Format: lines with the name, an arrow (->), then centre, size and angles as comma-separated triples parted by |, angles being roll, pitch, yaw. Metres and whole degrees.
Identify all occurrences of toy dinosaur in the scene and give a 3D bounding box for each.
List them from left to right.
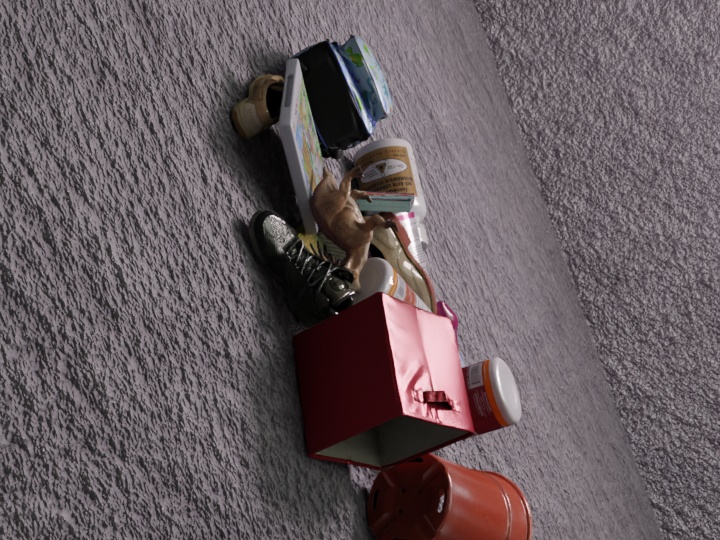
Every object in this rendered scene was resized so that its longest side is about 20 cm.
toy dinosaur -> -0.032, -0.068, 1.611 | 0.201, 0.135, 0.086 | 59, -8, 14

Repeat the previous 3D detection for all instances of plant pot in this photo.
plant pot -> 0.123, 0.369, 1.620 | 0.195, 0.199, 0.203 | 35, 39, -44

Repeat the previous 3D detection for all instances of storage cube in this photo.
storage cube -> 0.032, 0.159, 1.522 | 0.170, 0.199, 0.182 | 21, 50, -45

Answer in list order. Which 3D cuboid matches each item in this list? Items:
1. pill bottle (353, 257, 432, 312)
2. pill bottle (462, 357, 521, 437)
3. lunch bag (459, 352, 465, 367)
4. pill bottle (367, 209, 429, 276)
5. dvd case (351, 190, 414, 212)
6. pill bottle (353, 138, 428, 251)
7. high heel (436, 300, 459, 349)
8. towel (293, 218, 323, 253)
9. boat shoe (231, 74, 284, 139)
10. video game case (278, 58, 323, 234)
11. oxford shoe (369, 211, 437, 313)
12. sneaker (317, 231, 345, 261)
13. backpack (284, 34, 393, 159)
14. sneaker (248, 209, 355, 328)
pill bottle -> 0.053, 0.082, 1.697 | 0.200, 0.111, 0.113 | 48, 30, -34
pill bottle -> 0.154, 0.223, 1.790 | 0.113, 0.198, 0.114 | 51, 28, -41
lunch bag -> 0.145, 0.216, 1.957 | 0.162, 0.075, 0.200 | 69, 21, 4
pill bottle -> 0.058, -0.001, 1.859 | 0.113, 0.112, 0.202 | -21, 97, -69
dvd case -> 0.014, -0.113, 1.767 | 0.200, 0.144, 0.022 | -59, 152, -82
pill bottle -> 0.059, -0.128, 1.984 | 0.114, 0.113, 0.202 | 27, 47, -61
high heel -> 0.135, 0.084, 1.966 | 0.200, 0.067, 0.097 | -155, -130, -72
towel -> -0.064, 0.027, 1.666 | 0.201, 0.023, 0.144 | 64, 21, -19
boat shoe -> -0.136, -0.257, 1.673 | 0.072, 0.064, 0.201 | 62, 22, -21
video game case -> -0.088, -0.189, 1.658 | 0.183, 0.022, 0.201 | -88, 169, -49
oxford shoe -> 0.057, 0.006, 1.751 | 0.075, 0.070, 0.201 | -38, 111, -25
sneaker -> 0.001, 0.000, 1.787 | 0.202, 0.072, 0.114 | 64, 18, -18
backpack -> -0.029, -0.303, 1.843 | 0.200, 0.146, 0.185 | -86, 151, -78
sneaker -> -0.073, -0.006, 1.526 | 0.076, 0.114, 0.201 | -45, 114, -36
